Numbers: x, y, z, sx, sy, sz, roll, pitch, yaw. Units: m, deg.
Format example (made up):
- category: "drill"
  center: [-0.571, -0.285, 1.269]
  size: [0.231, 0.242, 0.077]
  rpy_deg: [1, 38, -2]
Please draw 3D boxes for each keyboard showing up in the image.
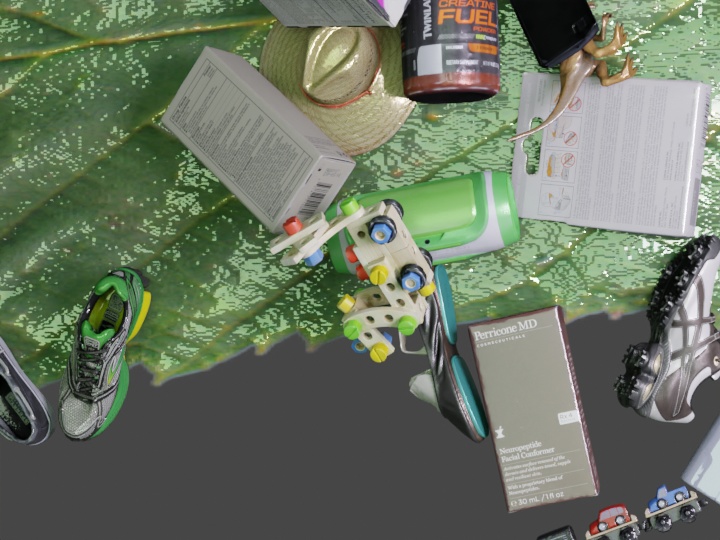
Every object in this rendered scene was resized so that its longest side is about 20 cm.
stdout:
- category: "keyboard"
  center: [0.203, -0.312, 1.505]
  size: [0.104, 0.039, 0.202]
  rpy_deg: [-32, 63, 27]

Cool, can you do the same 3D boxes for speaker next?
- category: "speaker"
  center: [0.066, -0.050, 1.523]
  size: [0.198, 0.088, 0.089]
  rpy_deg: [-10, 87, 11]

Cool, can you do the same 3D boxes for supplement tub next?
- category: "supplement tub"
  center: [0.092, -0.282, 1.511]
  size: [0.106, 0.107, 0.202]
  rpy_deg: [-3, 89, 10]

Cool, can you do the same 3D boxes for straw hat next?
- category: "straw hat"
  center: [-0.026, -0.226, 1.543]
  size: [0.199, 0.085, 0.204]
  rpy_deg: [0, 89, 10]

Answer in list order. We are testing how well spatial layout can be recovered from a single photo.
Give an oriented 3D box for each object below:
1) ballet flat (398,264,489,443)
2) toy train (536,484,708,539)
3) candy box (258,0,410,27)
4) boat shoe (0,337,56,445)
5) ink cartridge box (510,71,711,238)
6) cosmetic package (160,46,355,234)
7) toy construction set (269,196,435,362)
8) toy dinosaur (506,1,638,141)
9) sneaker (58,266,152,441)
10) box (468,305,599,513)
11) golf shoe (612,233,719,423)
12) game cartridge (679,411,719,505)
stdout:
- category: "ballet flat"
  center: [0.082, 0.093, 1.534]
  size: [0.068, 0.068, 0.202]
  rpy_deg: [-19, 76, 20]
- category: "toy train"
  center: [0.269, 0.270, 1.510]
  size: [0.198, 0.034, 0.046]
  rpy_deg: [-22, 73, 10]
- category: "candy box"
  center: [-0.009, -0.322, 1.478]
  size: [0.199, 0.061, 0.137]
  rpy_deg: [12, 68, 52]
- category: "boat shoe"
  center: [-0.430, 0.121, 1.623]
  size: [0.073, 0.068, 0.200]
  rpy_deg: [-40, 82, 7]
- category: "ink cartridge box"
  center: [0.262, -0.124, 1.518]
  size: [0.198, 0.050, 0.163]
  rpy_deg: [7, 91, 29]
- category: "cosmetic package"
  center: [-0.111, -0.137, 1.529]
  size: [0.200, 0.073, 0.104]
  rpy_deg: [46, 111, 26]
- category: "toy construction set"
  center: [0.000, 0.000, 1.461]
  size: [0.130, 0.093, 0.200]
  rpy_deg: [-21, 129, 26]
- category: "toy dinosaur"
  center: [0.228, -0.212, 1.495]
  size: [0.105, 0.060, 0.202]
  rpy_deg: [-2, 62, 34]
- category: "sneaker"
  center: [-0.297, 0.092, 1.591]
  size: [0.077, 0.085, 0.202]
  rpy_deg: [16, 93, 10]
- category: "box"
  center: [0.184, 0.144, 1.506]
  size: [0.099, 0.075, 0.202]
  rpy_deg: [-13, 85, 10]
- category: "golf shoe"
  center: [0.341, 0.063, 1.486]
  size: [0.094, 0.078, 0.202]
  rpy_deg: [23, 95, -7]
- category: "game cartridge"
  center: [0.448, 0.213, 1.475]
  size: [0.199, 0.042, 0.134]
  rpy_deg: [31, 99, 10]
